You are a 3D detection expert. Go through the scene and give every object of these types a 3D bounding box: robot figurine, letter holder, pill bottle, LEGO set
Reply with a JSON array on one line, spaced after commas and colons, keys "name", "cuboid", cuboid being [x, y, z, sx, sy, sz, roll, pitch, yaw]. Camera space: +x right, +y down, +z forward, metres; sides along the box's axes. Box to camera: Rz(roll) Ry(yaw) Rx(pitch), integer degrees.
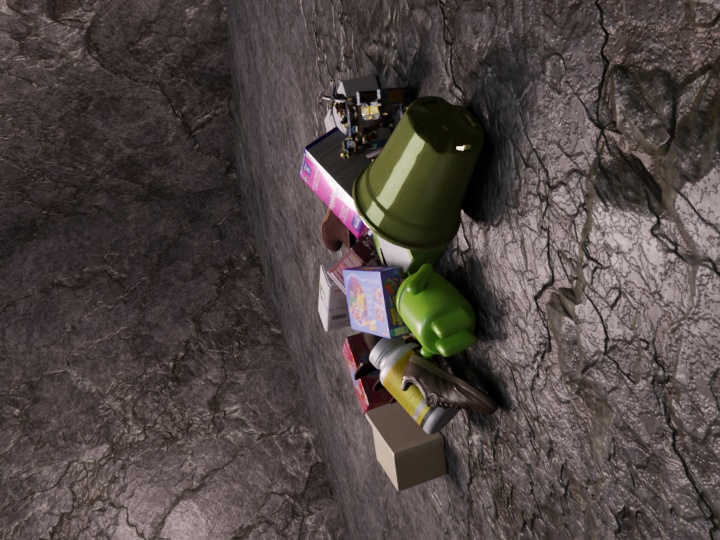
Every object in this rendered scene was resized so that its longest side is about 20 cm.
[{"name": "robot figurine", "cuboid": [0.139, 0.076, 1.225, 0.200, 0.114, 0.178, -127, 16, -56]}, {"name": "letter holder", "cuboid": [0.067, 0.247, 1.502, 0.102, 0.140, 0.200, 63, 168, 15]}, {"name": "pill bottle", "cuboid": [0.112, 0.224, 1.339, 0.200, 0.112, 0.113, 45, 150, 24]}, {"name": "LEGO set", "cuboid": [0.010, -0.284, 1.266, 0.198, 0.115, 0.157, 16, 113, 36]}]

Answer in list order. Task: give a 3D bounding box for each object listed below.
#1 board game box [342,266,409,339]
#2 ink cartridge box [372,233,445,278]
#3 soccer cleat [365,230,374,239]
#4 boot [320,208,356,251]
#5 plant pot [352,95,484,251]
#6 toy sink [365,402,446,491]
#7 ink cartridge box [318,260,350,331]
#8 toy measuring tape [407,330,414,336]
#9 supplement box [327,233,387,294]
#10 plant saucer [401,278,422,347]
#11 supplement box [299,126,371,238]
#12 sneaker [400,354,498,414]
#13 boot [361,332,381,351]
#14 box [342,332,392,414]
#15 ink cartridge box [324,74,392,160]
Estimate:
[{"name": "board game box", "cuboid": [0.028, 0.062, 1.379, 0.199, 0.044, 0.137, -176, 76, -66]}, {"name": "ink cartridge box", "cuboid": [0.093, -0.058, 1.355, 0.201, 0.074, 0.150, 111, 142, -66]}, {"name": "soccer cleat", "cuboid": [0.051, -0.104, 1.502, 0.086, 0.069, 0.203, 39, 144, 40]}, {"name": "boot", "cuboid": [-0.056, -0.099, 1.836, 0.167, 0.071, 0.203, -117, 25, -47]}, {"name": "plant pot", "cuboid": [0.106, -0.167, 1.061, 0.203, 0.197, 0.185, 67, 150, 29]}, {"name": "toy sink", "cuboid": [0.106, 0.419, 1.586, 0.200, 0.128, 0.114, -140, 39, -63]}, {"name": "ink cartridge box", "cuboid": [-0.033, 0.061, 1.753, 0.202, 0.142, 0.085, 97, 156, -50]}, {"name": "toy measuring tape", "cuboid": [0.100, 0.100, 1.386, 0.199, 0.072, 0.075, 10, 113, 62]}, {"name": "supplement box", "cuboid": [0.000, 0.000, 1.552, 0.109, 0.061, 0.200, 49, 156, -1]}, {"name": "plant saucer", "cuboid": [0.107, 0.083, 1.502, 0.200, 0.029, 0.204, 167, 90, -75]}, {"name": "supplement box", "cuboid": [-0.027, -0.187, 1.392, 0.200, 0.103, 0.102, 46, 152, 12]}, {"name": "sneaker", "cuboid": [0.163, 0.231, 1.223, 0.198, 0.076, 0.070, 26, 176, 37]}, {"name": "boot", "cuboid": [0.046, 0.140, 1.673, 0.097, 0.073, 0.203, -125, 29, -59]}, {"name": "box", "cuboid": [0.026, 0.279, 1.813, 0.100, 0.094, 0.203, 107, 146, -62]}, {"name": "ink cartridge box", "cuboid": [-0.008, -0.321, 1.475, 0.200, 0.083, 0.147, 139, 115, -72]}]
